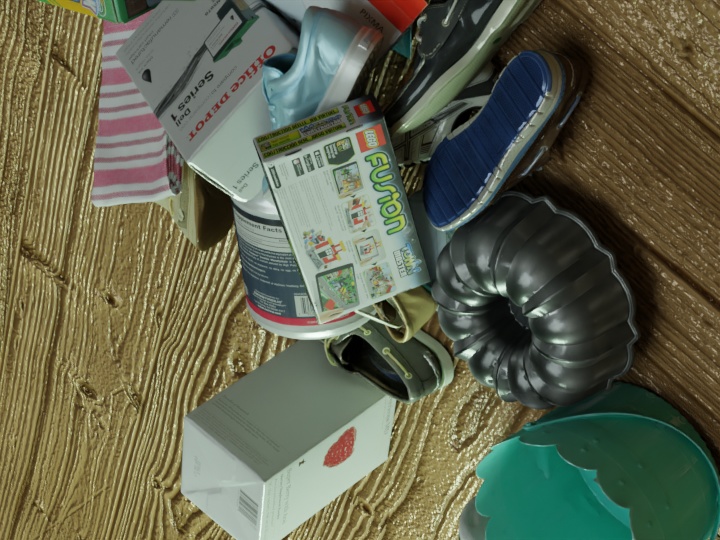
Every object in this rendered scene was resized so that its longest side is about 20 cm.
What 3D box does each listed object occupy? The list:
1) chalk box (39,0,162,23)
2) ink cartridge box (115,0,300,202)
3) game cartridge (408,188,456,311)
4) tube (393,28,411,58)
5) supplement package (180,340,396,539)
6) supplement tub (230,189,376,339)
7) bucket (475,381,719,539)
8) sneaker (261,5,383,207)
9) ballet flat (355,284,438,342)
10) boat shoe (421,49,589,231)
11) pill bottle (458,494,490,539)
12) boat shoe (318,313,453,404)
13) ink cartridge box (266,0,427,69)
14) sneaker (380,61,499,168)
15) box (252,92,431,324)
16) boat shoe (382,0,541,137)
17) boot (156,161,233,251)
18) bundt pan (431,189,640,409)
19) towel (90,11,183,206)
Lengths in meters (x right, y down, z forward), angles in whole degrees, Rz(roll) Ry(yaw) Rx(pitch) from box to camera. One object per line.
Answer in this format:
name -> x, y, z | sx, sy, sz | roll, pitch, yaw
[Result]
chalk box -> -0.234, -0.324, 1.814 | 0.199, 0.125, 0.125 | 19, 131, 39
ink cartridge box -> -0.119, -0.180, 1.707 | 0.084, 0.146, 0.200 | 34, -167, -42
game cartridge -> 0.125, -0.002, 1.719 | 0.199, 0.041, 0.134 | 23, 129, 38
tube -> -0.031, -0.265, 1.694 | 0.199, 0.050, 0.078 | 31, 147, 22
supplement package -> -0.073, 0.174, 1.940 | 0.120, 0.200, 0.122 | 35, 140, 27
supplement tub -> -0.051, -0.049, 1.797 | 0.140, 0.140, 0.201 | 23, 132, 37
bucket -> 0.217, 0.208, 1.685 | 0.207, 0.135, 0.208 | 30, 137, 32
sneaker -> -0.052, -0.145, 1.604 | 0.082, 0.074, 0.200 | 33, 125, 4
ballet flat -> 0.000, 0.000, 1.708 | 0.200, 0.063, 0.069 | 42, 166, -36
boat shoe -> 0.126, -0.103, 1.581 | 0.200, 0.072, 0.072 | -49, 56, 40
pill bottle -> 0.152, 0.320, 1.869 | 0.111, 0.111, 0.201 | 28, 136, 34
boat shoe -> 0.001, 0.072, 1.897 | 0.201, 0.060, 0.072 | 28, 135, 34
ink cartridge box -> -0.031, -0.242, 1.580 | 0.160, 0.047, 0.200 | 44, 170, -4
sneaker -> 0.046, -0.114, 1.644 | 0.088, 0.076, 0.200 | 46, 118, 0
box -> -0.013, -0.049, 1.604 | 0.035, 0.110, 0.201 | -115, 5, -46
boat shoe -> 0.079, -0.195, 1.552 | 0.068, 0.072, 0.200 | 44, 114, 12
boot -> -0.194, -0.134, 1.916 | 0.155, 0.073, 0.201 | 37, 144, 26
bundt pan -> 0.141, 0.035, 1.636 | 0.201, 0.076, 0.203 | 29, 135, 33
towel -> -0.223, -0.166, 1.873 | 0.146, 0.030, 0.201 | -6, 78, 51
